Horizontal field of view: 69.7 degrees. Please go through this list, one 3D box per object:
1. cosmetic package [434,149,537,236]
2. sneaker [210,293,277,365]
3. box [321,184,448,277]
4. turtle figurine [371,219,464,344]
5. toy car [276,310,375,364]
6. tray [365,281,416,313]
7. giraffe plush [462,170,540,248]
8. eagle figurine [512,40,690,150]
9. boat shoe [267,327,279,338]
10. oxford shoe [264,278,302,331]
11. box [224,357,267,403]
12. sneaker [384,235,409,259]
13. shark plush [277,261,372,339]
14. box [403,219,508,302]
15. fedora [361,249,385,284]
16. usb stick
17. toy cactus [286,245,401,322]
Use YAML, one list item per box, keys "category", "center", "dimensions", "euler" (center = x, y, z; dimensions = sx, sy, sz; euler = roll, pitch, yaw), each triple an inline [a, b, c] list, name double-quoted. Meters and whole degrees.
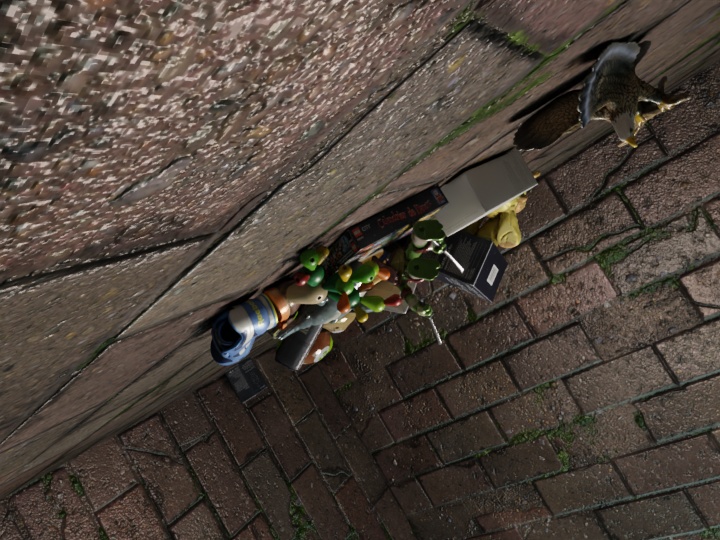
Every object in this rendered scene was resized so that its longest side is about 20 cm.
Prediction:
- category: "cosmetic package"
  center: [0.230, -0.149, 0.973]
  dimensions: [0.200, 0.085, 0.107]
  euler: [-30, 178, -40]
- category: "sneaker"
  center: [-0.216, 0.106, 0.861]
  dimensions: [0.082, 0.074, 0.200]
  euler: [-24, 165, -46]
- category: "box"
  center: [0.039, -0.066, 0.874]
  dimensions: [0.199, 0.038, 0.137]
  euler: [-29, 176, -29]
- category: "turtle figurine"
  center: [0.124, 0.000, 0.902]
  dimensions: [0.144, 0.200, 0.194]
  euler: [-46, 171, -13]
- category: "toy car"
  center: [-0.059, 0.107, 1.092]
  dimensions: [0.199, 0.159, 0.164]
  euler: [-13, 173, 22]
- category: "tray"
  center: [0.034, 0.026, 1.121]
  dimensions: [0.199, 0.022, 0.108]
  euler: [9, -109, 43]
- category: "giraffe plush"
  center: [0.320, -0.167, 1.175]
  dimensions: [0.162, 0.172, 0.201]
  euler: [-41, 149, -42]
- category: "eagle figurine"
  center: [0.320, -0.223, 0.682]
  dimensions: [0.199, 0.151, 0.153]
  euler: [0, 122, -15]
- category: "boat shoe"
  center: [-0.147, 0.094, 1.261]
  dimensions: [0.201, 0.060, 0.072]
  euler: [-32, 176, 8]
- category: "oxford shoe"
  center: [-0.132, 0.062, 0.945]
  dimensions: [0.073, 0.071, 0.200]
  euler: [-35, 177, -18]
- category: "box"
  center: [-0.645, 0.619, 2.922]
  dimensions: [0.107, 0.201, 0.148]
  euler: [-32, 175, 16]
- category: "sneaker"
  center: [0.105, -0.073, 1.212]
  dimensions: [0.200, 0.076, 0.088]
  euler: [-19, 143, -56]
- category: "shark plush"
  center: [-0.066, 0.049, 0.900]
  dimensions: [0.199, 0.091, 0.083]
  euler: [-24, 157, 15]
- category: "box"
  center: [0.217, -0.024, 1.173]
  dimensions: [0.200, 0.181, 0.105]
  euler: [29, 85, -62]
- category: "fedora"
  center: [0.000, 0.000, 1.055]
  dimensions: [0.200, 0.082, 0.201]
  euler: [-31, 175, -3]
- category: "usb stick"
  center: [-0.093, 0.091, 0.959]
  dimensions: [0.201, 0.055, 0.033]
  euler: [-61, 169, 2]
- category: "toy cactus"
  center: [-0.043, 0.032, 0.798]
  dimensions: [0.164, 0.103, 0.200]
  euler: [-14, 158, 34]
